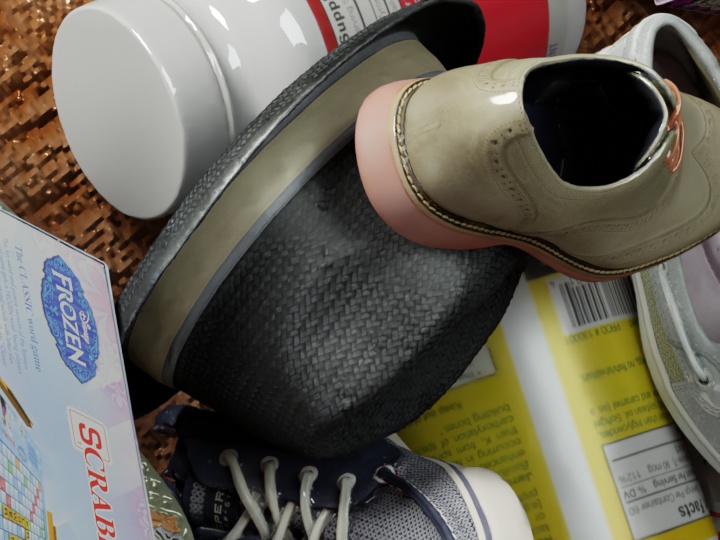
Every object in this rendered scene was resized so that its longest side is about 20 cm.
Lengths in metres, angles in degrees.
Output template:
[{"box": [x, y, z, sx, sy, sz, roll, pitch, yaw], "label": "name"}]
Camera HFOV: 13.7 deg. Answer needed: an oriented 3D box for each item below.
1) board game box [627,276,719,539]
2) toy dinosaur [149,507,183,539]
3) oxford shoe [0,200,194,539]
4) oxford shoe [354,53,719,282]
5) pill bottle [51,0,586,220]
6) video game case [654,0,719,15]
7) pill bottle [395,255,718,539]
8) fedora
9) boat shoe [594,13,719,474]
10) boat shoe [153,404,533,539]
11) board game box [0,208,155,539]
[{"box": [0.198, 0.054, 1.252, 0.200, 0.046, 0.152, -9, 79, -56], "label": "board game box"}, {"box": [-0.162, 0.113, 0.999, 0.199, 0.136, 0.103, 7, 77, -12], "label": "toy dinosaur"}, {"box": [-0.128, 0.051, 1.100, 0.075, 0.058, 0.201, -25, 73, -27], "label": "oxford shoe"}, {"box": [0.087, -0.037, 1.018, 0.199, 0.074, 0.071, -4, 80, -50], "label": "oxford shoe"}, {"box": [-0.017, -0.092, 1.174, 0.199, 0.112, 0.113, -24, 88, -34], "label": "pill bottle"}, {"box": [0.155, -0.205, 1.287, 0.181, 0.036, 0.201, -1, 74, -58], "label": "video game case"}, {"box": [0.074, 0.085, 1.171, 0.114, 0.114, 0.201, -14, 82, -33], "label": "pill bottle"}, {"box": [0.000, 0.000, 1.054, 0.091, 0.201, 0.200, 40, 56, 12], "label": "fedora"}, {"box": [0.143, 0.001, 1.131, 0.074, 0.065, 0.203, -20, 84, -18], "label": "boat shoe"}, {"box": [-0.013, 0.094, 1.080, 0.092, 0.200, 0.075, 4, 97, -22], "label": "boat shoe"}, {"box": [-0.143, 0.047, 0.882, 0.199, 0.041, 0.201, 30, 35, -41], "label": "board game box"}]
